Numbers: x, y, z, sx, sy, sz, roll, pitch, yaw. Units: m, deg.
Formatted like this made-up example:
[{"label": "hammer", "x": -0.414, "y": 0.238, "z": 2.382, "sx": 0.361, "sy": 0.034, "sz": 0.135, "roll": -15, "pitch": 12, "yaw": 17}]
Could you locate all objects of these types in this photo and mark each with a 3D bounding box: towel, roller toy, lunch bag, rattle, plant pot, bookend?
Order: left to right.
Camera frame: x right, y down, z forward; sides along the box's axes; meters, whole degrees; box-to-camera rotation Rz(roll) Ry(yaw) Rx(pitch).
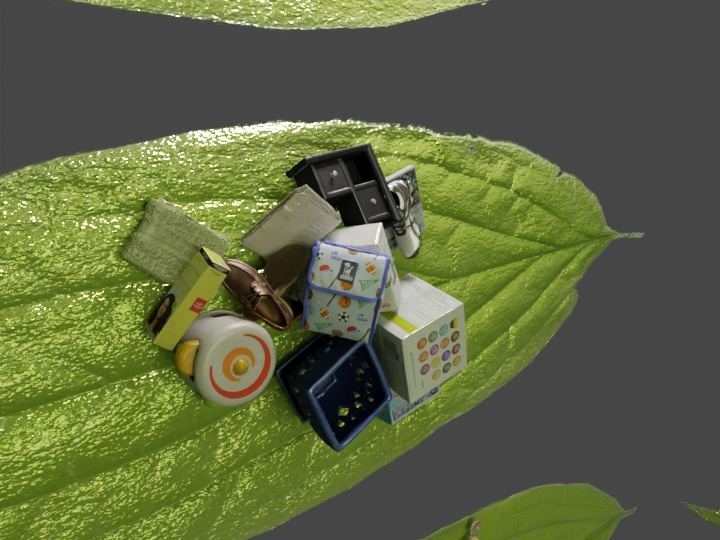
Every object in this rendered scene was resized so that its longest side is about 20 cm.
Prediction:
[{"label": "towel", "x": -0.366, "y": -0.041, "z": 1.255, "sx": 0.200, "sy": 0.036, "sz": 0.148, "roll": 33, "pitch": 77, "yaw": -41}, {"label": "roller toy", "x": -0.277, "y": 0.181, "z": 1.298, "sx": 0.182, "sy": 0.140, "sz": 0.200, "roll": -44, "pitch": 124, "yaw": -22}, {"label": "towel", "x": -0.150, "y": -0.089, "z": 1.368, "sx": 0.200, "sy": 0.034, "sz": 0.133, "roll": -40, "pitch": 129, "yaw": 15}, {"label": "plant pot", "x": -0.073, "y": 0.267, "z": 1.472, "sx": 0.200, "sy": 0.180, "sz": 0.200, "roll": -39, "pitch": 122, "yaw": -29}, {"label": "bookend", "x": -0.036, "y": -0.170, "z": 1.430, "sx": 0.200, "sy": 0.092, "sz": 0.199, "roll": -21, "pitch": 88, "yaw": -38}, {"label": "lunch bag", "x": -0.032, "y": 0.042, "z": 1.352, "sx": 0.124, "sy": 0.170, "sz": 0.200, "roll": -71, "pitch": 174, "yaw": -66}, {"label": "rattle", "x": 0.335, "y": 0.926, "z": 2.052, "sx": 0.130, "sy": 0.143, "sz": 0.200, "roll": 7, "pitch": 76, "yaw": -73}]

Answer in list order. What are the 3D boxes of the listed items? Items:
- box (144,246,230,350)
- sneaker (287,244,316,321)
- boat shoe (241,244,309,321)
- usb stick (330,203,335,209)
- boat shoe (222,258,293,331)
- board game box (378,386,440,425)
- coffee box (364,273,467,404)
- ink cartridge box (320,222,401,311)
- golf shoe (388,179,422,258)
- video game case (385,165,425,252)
[{"label": "box", "x": -0.341, "y": 0.055, "z": 1.229, "sx": 0.050, "sy": 0.075, "sz": 0.200, "roll": 34, "pitch": 95, "yaw": -41}, {"label": "sneaker", "x": -0.132, "y": 0.024, "z": 1.444, "sx": 0.085, "sy": 0.073, "sz": 0.200, "roll": -9, "pitch": 106, "yaw": -42}, {"label": "boat shoe", "x": -0.184, "y": 0.027, "z": 1.386, "sx": 0.072, "sy": 0.072, "sz": 0.200, "roll": 36, "pitch": 89, "yaw": 6}, {"label": "usb stick", "x": -0.081, "y": -0.080, "z": 1.486, "sx": 0.055, "sy": 0.033, "sz": 0.200, "roll": -6, "pitch": 97, "yaw": -51}, {"label": "boat shoe", "x": -0.217, "y": 0.052, "z": 1.304, "sx": 0.200, "sy": 0.068, "sz": 0.072, "roll": 44, "pitch": 90, "yaw": -14}, {"label": "board game box", "x": 0.125, "y": 0.291, "z": 1.731, "sx": 0.200, "sy": 0.056, "sz": 0.196, "roll": -24, "pitch": 113, "yaw": -36}, {"label": "coffee box", "x": 0.123, "y": 0.161, "z": 1.543, "sx": 0.198, "sy": 0.200, "sz": 0.200, "roll": -27, "pitch": 126, "yaw": -27}, {"label": "ink cartridge box", "x": 0.000, "y": 0.000, "z": 1.443, "sx": 0.084, "sy": 0.145, "sz": 0.200, "roll": -77, "pitch": 155, "yaw": -48}, {"label": "golf shoe", "x": 0.094, "y": -0.124, "z": 1.554, "sx": 0.094, "sy": 0.078, "sz": 0.200, "roll": -12, "pitch": 92, "yaw": -46}, {"label": "video game case", "x": 0.095, "y": -0.157, "z": 1.621, "sx": 0.200, "sy": 0.023, "sz": 0.182, "roll": -34, "pitch": 120, "yaw": -43}]
